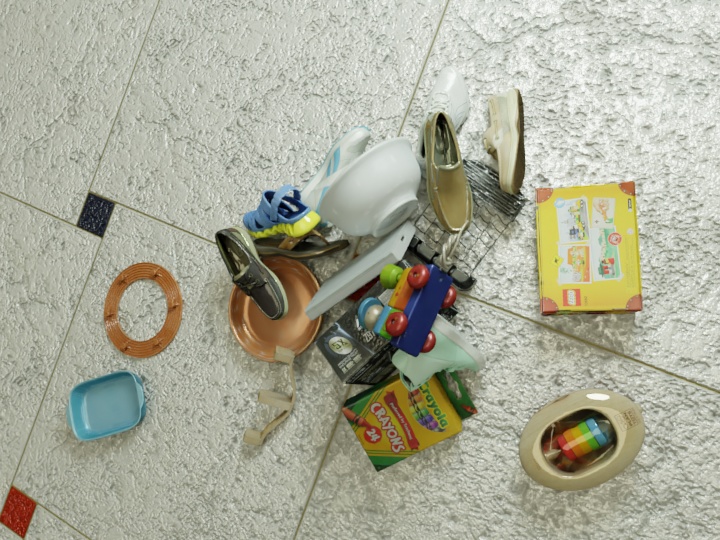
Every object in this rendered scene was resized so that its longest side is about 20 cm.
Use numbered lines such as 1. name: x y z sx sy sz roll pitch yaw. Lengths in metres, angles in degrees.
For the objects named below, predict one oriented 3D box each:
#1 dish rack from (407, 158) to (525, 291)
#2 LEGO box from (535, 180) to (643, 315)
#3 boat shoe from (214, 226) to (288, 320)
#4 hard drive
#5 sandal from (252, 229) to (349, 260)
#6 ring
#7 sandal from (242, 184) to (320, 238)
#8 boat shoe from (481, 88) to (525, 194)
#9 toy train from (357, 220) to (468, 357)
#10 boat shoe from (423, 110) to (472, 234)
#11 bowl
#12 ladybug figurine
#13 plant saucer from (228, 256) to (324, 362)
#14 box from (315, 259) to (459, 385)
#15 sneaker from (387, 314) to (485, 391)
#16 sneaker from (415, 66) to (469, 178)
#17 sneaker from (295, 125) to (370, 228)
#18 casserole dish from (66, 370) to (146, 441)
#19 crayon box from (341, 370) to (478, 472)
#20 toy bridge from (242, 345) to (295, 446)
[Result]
1. dish rack: 0.181 -0.085 1.001 0.153 0.055 0.201 38 94 17
2. LEGO box: 0.359 -0.031 0.920 0.147 0.077 0.203 -2 83 18
3. boat shoe: -0.207 0.009 1.063 0.073 0.065 0.201 -41 79 25
4. hard drive: 0.000 0.000 0.986 0.199 0.132 0.026 -35 102 29
5. sandal: -0.118 -0.056 1.082 0.198 0.082 0.055 5 109 26
6. ring: -0.462 0.082 1.214 0.198 0.019 0.203 -2 83 19
7. sandal: -0.156 -0.112 1.068 0.199 0.079 0.088 -2 122 46
8. boat shoe: 0.240 -0.216 0.976 0.064 0.072 0.202 -5 65 25
9. toy train: 0.076 0.012 0.836 0.115 0.084 0.202 16 78 50
10. boat shoe: 0.140 -0.158 0.939 0.071 0.076 0.202 -15 92 2
11. bowl: 0.033 -0.120 0.977 0.201 0.201 0.091 -40 76 10
12. ladybug figurine: 0.341 0.258 0.894 0.199 0.072 0.137 -29 75 14
13. plant saucer: -0.157 0.073 1.103 0.198 0.037 0.203 -2 83 18
14. box: 0.049 0.093 0.961 0.200 0.164 0.086 -44 66 10
15. sneaker: 0.119 0.143 0.921 0.118 0.200 0.074 -48 48 4
16. sneaker: 0.143 -0.265 1.017 0.074 0.087 0.202 9 86 20
17. sneaker: -0.035 -0.174 1.078 0.081 0.076 0.201 38 103 12
18. casserole dish: -0.520 0.279 1.200 0.198 0.039 0.122 -18 78 15
19. crayon box: 0.083 0.237 0.978 0.199 0.051 0.128 -31 92 13
20. toy bridge: -0.158 0.241 1.072 0.067 0.027 0.202 18 104 -13
